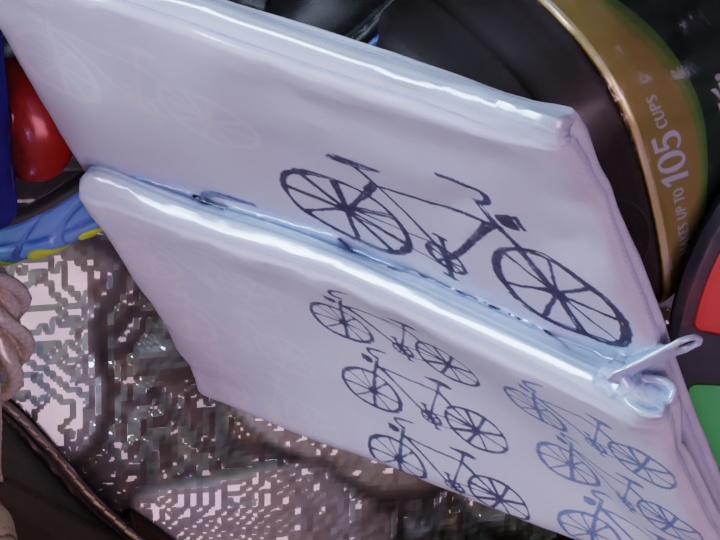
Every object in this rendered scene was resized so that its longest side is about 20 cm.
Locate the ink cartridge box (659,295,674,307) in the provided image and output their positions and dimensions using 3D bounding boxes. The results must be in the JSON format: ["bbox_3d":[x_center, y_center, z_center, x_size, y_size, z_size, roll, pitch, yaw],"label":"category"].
[{"bbox_3d":[0.070,-0.089,0.863,0.199,0.041,0.201,7,111,-15],"label":"ink cartridge box"}]

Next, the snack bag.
[{"bbox_3d":[0.000,0.000,0.731,0.021,0.188,0.200,-56,147,-22],"label":"snack bag"}]

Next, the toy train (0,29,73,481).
[{"bbox_3d":[-0.140,-0.044,0.798,0.084,0.116,0.201,-28,138,-29],"label":"toy train"}]

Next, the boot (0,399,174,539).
[{"bbox_3d":[-0.112,0.087,0.866,0.199,0.097,0.075,32,103,-23],"label":"boot"}]

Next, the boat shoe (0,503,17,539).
[{"bbox_3d":[-0.147,0.130,0.812,0.075,0.068,0.201,-24,144,-50],"label":"boat shoe"}]

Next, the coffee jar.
[{"bbox_3d":[0.100,-0.068,0.777,0.199,0.085,0.105,-33,140,-13],"label":"coffee jar"}]

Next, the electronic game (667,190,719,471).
[{"bbox_3d":[0.174,0.031,0.741,0.199,0.042,0.201,6,119,11],"label":"electronic game"}]

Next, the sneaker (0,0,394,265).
[{"bbox_3d":[-0.046,-0.073,0.815,0.199,0.071,0.083,-28,106,17],"label":"sneaker"}]
